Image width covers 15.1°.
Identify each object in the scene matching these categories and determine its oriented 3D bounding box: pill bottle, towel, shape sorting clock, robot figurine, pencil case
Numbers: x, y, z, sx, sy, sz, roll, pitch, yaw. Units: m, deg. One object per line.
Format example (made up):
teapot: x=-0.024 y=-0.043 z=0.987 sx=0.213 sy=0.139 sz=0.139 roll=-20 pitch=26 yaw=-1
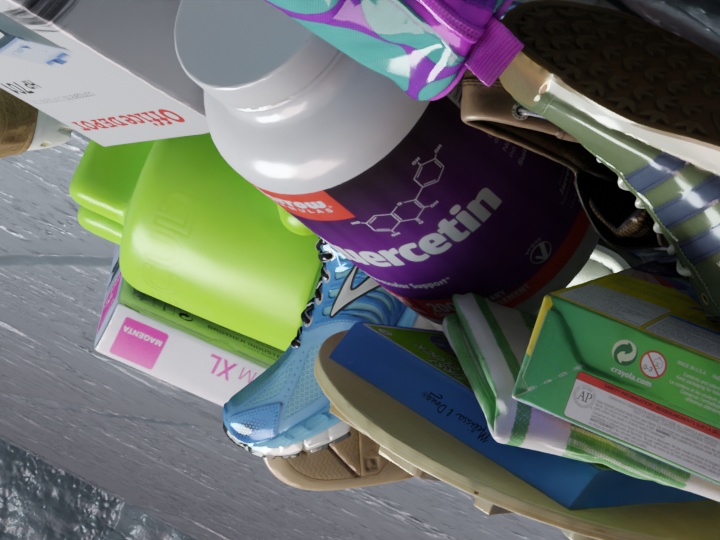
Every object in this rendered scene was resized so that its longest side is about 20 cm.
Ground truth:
pill bottle: x=0.012 y=-0.061 z=1.121 sx=0.112 sy=0.113 sz=0.200 roll=13 pitch=163 yaw=41
towel: x=0.134 y=0.070 z=1.083 sx=0.200 sy=0.023 sz=0.153 roll=21 pitch=-168 yaw=-11
shape sorting clock: x=0.075 y=0.070 z=1.121 sx=0.200 sy=0.039 sz=0.200 roll=21 pitch=-168 yaw=-5
robot figurine: x=-0.042 y=-0.023 z=1.364 sx=0.200 sy=0.116 sz=0.175 roll=22 pitch=162 yaw=7
pencil case: x=-0.034 y=-0.138 z=0.952 sx=0.200 sy=0.085 sz=0.092 roll=29 pitch=-165 yaw=-25

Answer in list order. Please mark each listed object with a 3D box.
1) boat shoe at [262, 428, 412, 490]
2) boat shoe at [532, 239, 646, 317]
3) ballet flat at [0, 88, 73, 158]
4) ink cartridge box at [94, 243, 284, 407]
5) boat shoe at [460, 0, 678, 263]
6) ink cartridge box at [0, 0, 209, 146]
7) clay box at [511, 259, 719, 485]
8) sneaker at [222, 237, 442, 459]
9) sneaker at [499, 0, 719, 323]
boat shoe: x=0.044 y=0.073 z=1.374 sx=0.200 sy=0.072 sz=0.065 roll=-4 pitch=-164 yaw=-11
boat shoe: x=0.079 y=0.010 z=1.413 sx=0.201 sy=0.072 sz=0.061 roll=-7 pitch=-169 yaw=46
ballet flat: x=-0.202 y=-0.088 z=1.535 sx=0.072 sy=0.068 sz=0.200 roll=7 pitch=173 yaw=-20
ink cartridge box: x=-0.075 y=0.006 z=1.471 sx=0.119 sy=0.042 sz=0.200 roll=24 pitch=-153 yaw=-11
boat shoe: x=0.120 y=-0.042 z=1.091 sx=0.200 sy=0.072 sz=0.072 roll=28 pitch=166 yaw=-19
ink cartridge box: x=-0.148 y=-0.137 z=1.168 sx=0.200 sy=0.086 sz=0.146 roll=31 pitch=166 yaw=-23
clay box: x=0.145 y=0.039 z=1.056 sx=0.115 sy=0.048 sz=0.200 roll=22 pitch=-169 yaw=18
sneaker: x=0.000 y=0.000 z=1.267 sx=0.090 sy=0.200 sz=0.078 roll=40 pitch=-174 yaw=-15
sneaker: x=0.129 y=-0.021 z=0.991 sx=0.200 sy=0.067 sz=0.090 roll=27 pitch=129 yaw=27
